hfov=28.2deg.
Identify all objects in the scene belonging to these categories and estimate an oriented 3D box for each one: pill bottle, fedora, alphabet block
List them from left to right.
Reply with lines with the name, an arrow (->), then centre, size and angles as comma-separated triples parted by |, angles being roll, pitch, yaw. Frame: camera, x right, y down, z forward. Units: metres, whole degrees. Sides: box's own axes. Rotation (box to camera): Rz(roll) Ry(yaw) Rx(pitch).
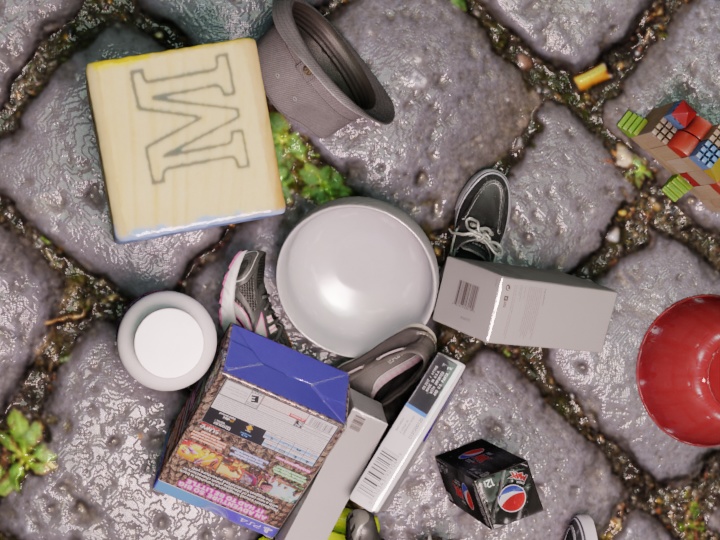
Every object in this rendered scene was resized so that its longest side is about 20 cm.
pill bottle -> -0.224, 0.079, 1.652 | 0.112, 0.200, 0.113 | 0, 89, -11
alphabet block -> -0.207, -0.145, 1.663 | 0.195, 0.195, 0.201 | -11, 93, -12
fedora -> -0.057, -0.229, 1.724 | 0.090, 0.177, 0.200 | -37, 106, 21

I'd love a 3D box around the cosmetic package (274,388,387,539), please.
cosmetic package -> -0.035, 0.245, 1.679 | 0.050, 0.083, 0.201 | 26, 99, -11

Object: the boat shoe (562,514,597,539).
boat shoe -> 0.253, 0.405, 1.806 | 0.067, 0.072, 0.201 | 7, 95, -12

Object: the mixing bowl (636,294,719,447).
mixing bowl -> 0.464, 0.130, 1.824 | 0.199, 0.108, 0.201 | 0, 89, -10

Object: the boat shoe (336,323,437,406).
boat shoe -> 0.010, 0.136, 1.720 | 0.067, 0.057, 0.200 | 43, 116, -14

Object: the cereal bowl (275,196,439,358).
cereal bowl -> 0.000, 0.000, 1.736 | 0.199, 0.083, 0.201 | 3, 113, 8

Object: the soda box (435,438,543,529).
soda box -> 0.151, 0.253, 1.719 | 0.070, 0.200, 0.064 | -19, 95, -10

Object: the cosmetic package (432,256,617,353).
cosmetic package -> 0.200, 0.041, 1.733 | 0.199, 0.107, 0.085 | 9, 98, -37

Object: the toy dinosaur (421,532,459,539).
toy dinosaur -> 0.096, 0.400, 1.771 | 0.102, 0.077, 0.201 | 5, 111, -23

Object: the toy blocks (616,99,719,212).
toy blocks -> 0.433, -0.144, 1.805 | 0.200, 0.137, 0.100 | 41, 83, -7

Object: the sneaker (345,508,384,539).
sneaker -> 0.023, 0.350, 1.687 | 0.079, 0.076, 0.201 | -5, 130, 1

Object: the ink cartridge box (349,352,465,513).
ink cartridge box -> 0.058, 0.197, 1.712 | 0.043, 0.200, 0.199 | 30, 83, 8

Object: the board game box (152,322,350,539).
board game box -> -0.126, 0.188, 1.669 | 0.159, 0.097, 0.200 | 25, 121, -12

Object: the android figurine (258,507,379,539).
android figurine -> -0.039, 0.381, 1.764 | 0.199, 0.041, 0.183 | 16, 88, -12

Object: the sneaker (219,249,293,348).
sneaker -> -0.121, 0.074, 1.727 | 0.086, 0.080, 0.201 | 6, 100, 10

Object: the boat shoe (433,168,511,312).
boat shoe -> 0.141, -0.033, 1.786 | 0.073, 0.068, 0.200 | 26, 85, -9
